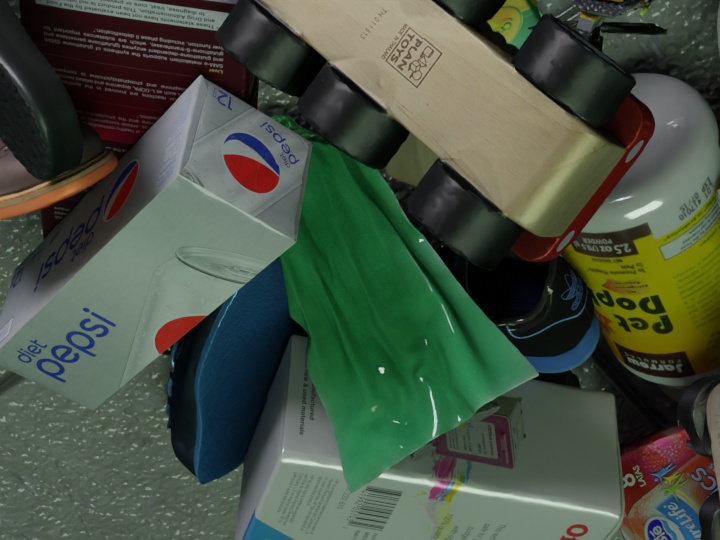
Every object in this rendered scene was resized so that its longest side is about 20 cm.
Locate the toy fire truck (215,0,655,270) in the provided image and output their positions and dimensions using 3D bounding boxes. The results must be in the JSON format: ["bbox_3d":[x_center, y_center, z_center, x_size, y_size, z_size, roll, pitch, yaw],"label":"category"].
[{"bbox_3d":[0.044,-0.074,0.707,0.129,0.176,0.200,-53,162,15],"label":"toy fire truck"}]

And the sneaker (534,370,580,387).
[{"bbox_3d":[0.043,0.084,0.981,0.198,0.075,0.085,-11,133,-2],"label":"sneaker"}]

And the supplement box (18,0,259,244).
[{"bbox_3d":[-0.105,-0.089,0.769,0.108,0.061,0.201,9,140,0],"label":"supplement box"}]

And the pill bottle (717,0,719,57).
[{"bbox_3d":[0.294,-0.127,0.814,0.198,0.112,0.112,3,132,-14],"label":"pill bottle"}]

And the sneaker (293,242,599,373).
[{"bbox_3d":[0.035,0.016,0.887,0.198,0.071,0.078,-2,147,21],"label":"sneaker"}]

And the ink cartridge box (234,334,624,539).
[{"bbox_3d":[0.037,0.126,0.908,0.198,0.085,0.145,12,142,-10],"label":"ink cartridge box"}]

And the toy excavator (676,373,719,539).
[{"bbox_3d":[0.282,0.068,0.848,0.198,0.197,0.100,-8,178,-11],"label":"toy excavator"}]

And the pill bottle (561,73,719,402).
[{"bbox_3d":[0.177,-0.009,0.899,0.108,0.110,0.201,-24,132,11],"label":"pill bottle"}]

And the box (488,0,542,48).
[{"bbox_3d":[0.010,-0.150,0.779,0.117,0.049,0.200,-28,133,16],"label":"box"}]

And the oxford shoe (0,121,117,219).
[{"bbox_3d":[-0.200,-0.071,0.737,0.198,0.071,0.073,9,123,32],"label":"oxford shoe"}]

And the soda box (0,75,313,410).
[{"bbox_3d":[-0.107,-0.007,0.770,0.068,0.064,0.200,29,137,-24],"label":"soda box"}]

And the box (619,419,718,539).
[{"bbox_3d":[0.216,0.143,0.990,0.099,0.096,0.200,-23,172,10],"label":"box"}]

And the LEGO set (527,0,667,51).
[{"bbox_3d":[0.181,-0.155,0.721,0.198,0.155,0.116,6,154,10],"label":"LEGO set"}]

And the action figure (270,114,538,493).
[{"bbox_3d":[0.000,0.000,0.826,0.117,0.201,0.055,-31,165,11],"label":"action figure"}]

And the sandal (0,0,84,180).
[{"bbox_3d":[-0.172,-0.126,0.691,0.048,0.201,0.075,-29,163,-26],"label":"sandal"}]

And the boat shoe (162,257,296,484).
[{"bbox_3d":[-0.093,0.049,0.916,0.084,0.069,0.201,-19,146,-37],"label":"boat shoe"}]

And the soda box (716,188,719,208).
[{"bbox_3d":[0.283,-0.047,0.770,0.199,0.064,0.068,-30,137,27],"label":"soda box"}]
